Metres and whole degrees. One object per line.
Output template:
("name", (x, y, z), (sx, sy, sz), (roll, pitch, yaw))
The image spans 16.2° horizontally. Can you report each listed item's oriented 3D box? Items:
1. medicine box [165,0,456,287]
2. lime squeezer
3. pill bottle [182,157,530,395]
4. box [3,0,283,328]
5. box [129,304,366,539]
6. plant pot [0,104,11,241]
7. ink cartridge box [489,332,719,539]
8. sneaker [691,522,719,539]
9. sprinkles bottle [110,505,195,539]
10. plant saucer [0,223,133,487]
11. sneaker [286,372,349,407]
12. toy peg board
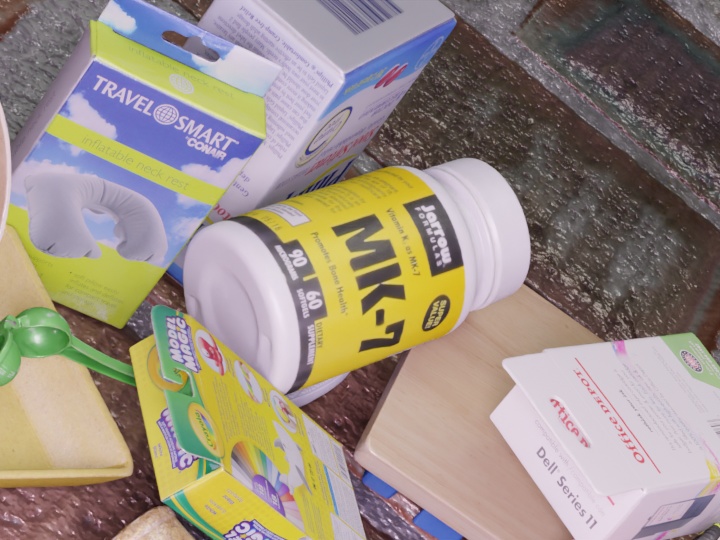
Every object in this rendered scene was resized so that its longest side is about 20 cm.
("medicine box", (-0.058, -0.109, 1.686), (0.103, 0.200, 0.182), (41, 31, 8))
("lime squeezer", (-0.188, 0.059, 1.407), (0.200, 0.038, 0.071), (-20, 94, -56))
("pill bottle", (0.000, 0.000, 1.580), (0.200, 0.114, 0.114), (-20, 61, -31))
("box", (-0.146, -0.063, 1.532), (0.122, 0.200, 0.048), (24, 34, -23))
("box", (-0.067, 0.111, 1.462), (0.200, 0.048, 0.117), (47, 20, -46))
("plant pot", (-0.300, -0.048, 1.305), (0.134, 0.200, 0.200), (17, 14, 38))
("ink cartridge box", (0.164, 0.108, 1.582), (0.200, 0.067, 0.117), (-3, 50, -46))
("sneaker", (0.226, 0.218, 1.639), (0.076, 0.075, 0.200), (55, 3, 13))
("sprinkles bottle", (-0.065, 0.221, 1.376), (0.200, 0.068, 0.068), (46, 31, 12))
("plant saucer", (-0.250, 0.053, 1.419), (0.200, 0.048, 0.200), (4, 45, -44))
("sneaker", (-0.026, 0.038, 1.662), (0.073, 0.071, 0.200), (47, 52, 4))
("toy peg board", (0.094, 0.125, 1.671), (0.200, 0.098, 0.199), (35, 46, -7))
